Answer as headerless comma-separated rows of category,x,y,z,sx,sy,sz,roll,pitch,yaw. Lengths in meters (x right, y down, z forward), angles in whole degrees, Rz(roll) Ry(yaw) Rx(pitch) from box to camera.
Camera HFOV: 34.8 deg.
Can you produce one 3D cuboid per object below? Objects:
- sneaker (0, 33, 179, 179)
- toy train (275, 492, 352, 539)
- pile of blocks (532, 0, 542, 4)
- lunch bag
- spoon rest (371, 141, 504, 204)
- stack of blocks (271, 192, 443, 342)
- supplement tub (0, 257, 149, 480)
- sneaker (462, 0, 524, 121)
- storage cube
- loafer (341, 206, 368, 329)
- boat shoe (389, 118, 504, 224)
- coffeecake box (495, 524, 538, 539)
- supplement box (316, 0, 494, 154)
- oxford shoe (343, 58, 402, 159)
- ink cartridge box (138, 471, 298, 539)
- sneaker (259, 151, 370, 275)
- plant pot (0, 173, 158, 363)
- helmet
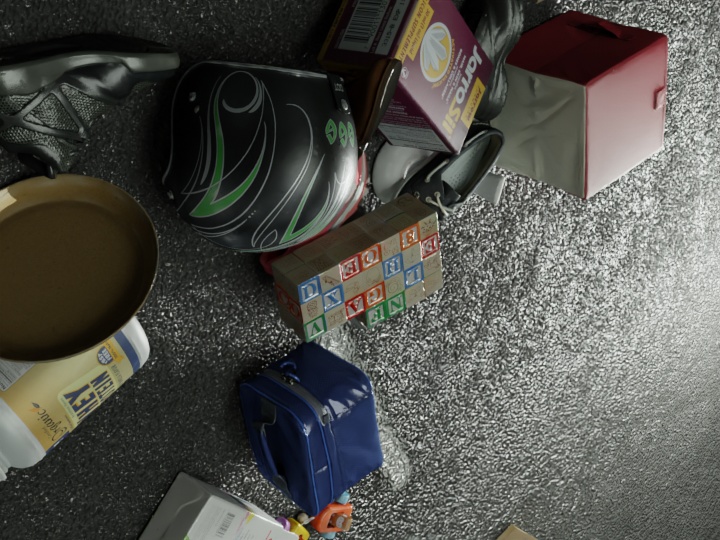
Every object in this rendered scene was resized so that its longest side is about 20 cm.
sneaker,-0.261,-0.156,1.070,0.199,0.076,0.114,-21,127,-36
toy train,-0.073,0.405,1.601,0.150,0.056,0.200,16,98,-50
pile of blocks,0.182,-0.412,1.369,0.062,0.082,0.200,-32,110,-31
lunch bag,-0.067,0.195,1.426,0.132,0.136,0.200,-35,133,-31
spoon rest,0.095,-0.124,1.505,0.200,0.061,0.099,8,103,-36
stack of blocks,0.000,0.006,1.355,0.200,0.059,0.115,-28,132,-25
supplement tub,-0.316,0.095,1.089,0.200,0.144,0.144,-44,137,-22
sneaker,0.148,-0.285,1.455,0.091,0.076,0.200,-7,112,-35
storage cube,0.295,-0.227,1.567,0.180,0.171,0.200,-32,132,-32
loafer,0.000,0.000,1.445,0.070,0.070,0.200,-40,136,-26
boat shoe,0.104,-0.106,1.441,0.076,0.060,0.200,36,86,-38
coffeecake box,0.256,0.580,2.048,0.153,0.073,0.200,-37,135,-30
supplement box,0.056,-0.239,1.326,0.200,0.103,0.131,40,68,-55
oxford shoe,-0.007,-0.177,1.231,0.071,0.071,0.200,-62,-175,-21
ink cartridge box,-0.177,0.342,1.441,0.117,0.067,0.200,-58,140,-7
sneaker,-0.055,-0.075,1.341,0.087,0.074,0.200,14,100,-49
plant pot,-0.281,0.000,1.046,0.200,0.200,0.027,-43,157,-23
helmet,-0.102,-0.112,1.181,0.200,0.200,0.191,0,100,-48
